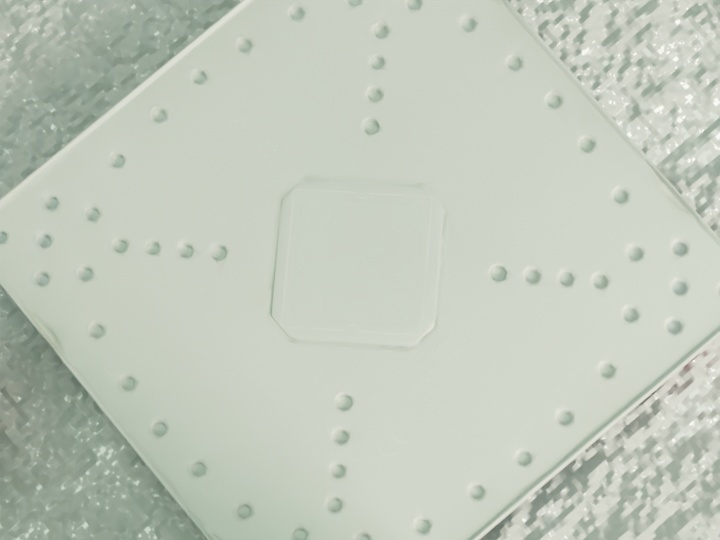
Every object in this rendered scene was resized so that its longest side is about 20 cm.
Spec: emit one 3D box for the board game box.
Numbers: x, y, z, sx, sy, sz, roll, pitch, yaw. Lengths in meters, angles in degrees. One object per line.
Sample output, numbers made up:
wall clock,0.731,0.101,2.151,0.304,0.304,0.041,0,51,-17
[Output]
board game box,0.000,0.000,1.022,0.200,0.026,0.200,-40,76,-5
